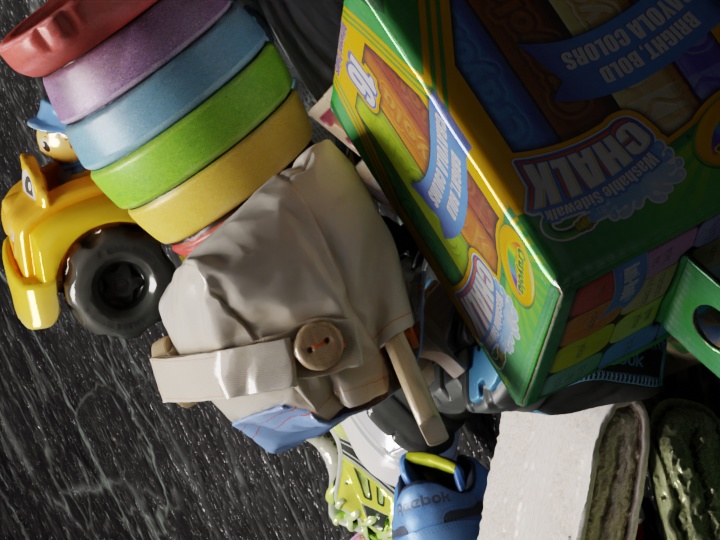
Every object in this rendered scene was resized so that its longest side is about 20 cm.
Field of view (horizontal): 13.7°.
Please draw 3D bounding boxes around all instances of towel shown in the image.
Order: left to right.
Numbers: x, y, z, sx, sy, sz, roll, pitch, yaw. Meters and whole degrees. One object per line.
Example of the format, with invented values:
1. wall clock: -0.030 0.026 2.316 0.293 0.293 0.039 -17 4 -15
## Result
1. towel: 0.082 0.137 1.351 0.133 0.034 0.201 -142 59 -69
2. towel: 0.162 0.168 1.286 0.149 0.036 0.201 74 -177 -48

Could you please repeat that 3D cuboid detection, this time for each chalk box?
1. chalk box: 0.091 -0.037 1.158 0.201 0.123 0.125 58 163 20

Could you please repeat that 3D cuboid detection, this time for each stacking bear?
1. stacking bear: -0.067 -0.054 1.388 0.200 0.121 0.114 55 160 -10

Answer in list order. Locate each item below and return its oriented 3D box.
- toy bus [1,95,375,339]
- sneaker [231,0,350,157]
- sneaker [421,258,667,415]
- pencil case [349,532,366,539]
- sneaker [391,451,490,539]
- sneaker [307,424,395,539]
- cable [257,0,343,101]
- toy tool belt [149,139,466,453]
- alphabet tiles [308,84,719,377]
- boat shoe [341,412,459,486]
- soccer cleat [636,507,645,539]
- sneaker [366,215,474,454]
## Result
1. toy bus: -0.106 -0.079 1.575 0.136 0.199 0.193 -126 21 -68
2. sneaker: -0.078 -0.117 1.471 0.200 0.077 0.086 54 -168 -10
3. sneaker: 0.071 0.033 1.301 0.200 0.081 0.074 -147 63 -76
4. pencil case: 0.057 0.232 1.737 0.083 0.087 0.200 20 -150 -55
5. sneaker: 0.056 0.119 1.515 0.200 0.066 0.079 -26 -82 -77
6. sneaker: 0.024 0.138 1.703 0.200 0.076 0.076 56 160 23
7. cable: 0.000 -0.143 1.375 0.201 0.069 0.200 65 164 -2
8. toy tool belt: -0.020 0.033 1.248 0.123 0.125 0.200 48 169 1
9. alphabet tiles: 0.065 -0.019 1.317 0.200 0.008 0.167 39 164 -5
10. boat shoe: 0.000 0.036 1.658 0.200 0.072 0.069 61 140 47
11. soccer cleat: 0.124 0.175 1.470 0.201 0.068 0.085 59 158 3
12. sneaker: 0.000 0.000 1.488 0.200 0.091 0.076 42 -157 -21
